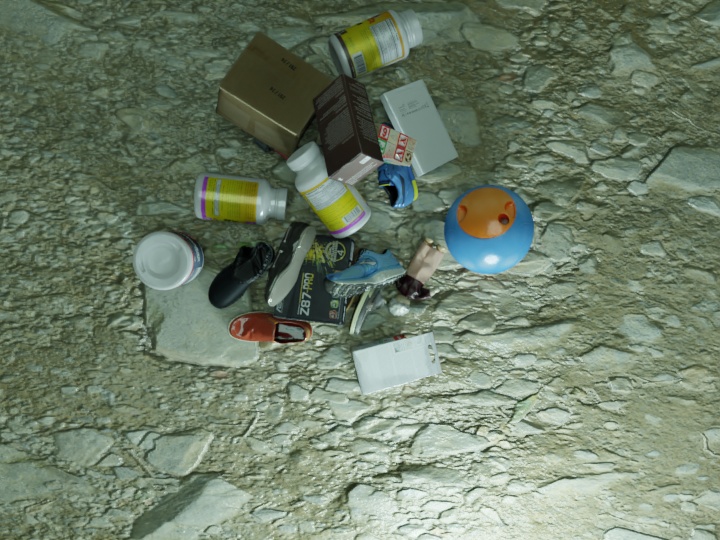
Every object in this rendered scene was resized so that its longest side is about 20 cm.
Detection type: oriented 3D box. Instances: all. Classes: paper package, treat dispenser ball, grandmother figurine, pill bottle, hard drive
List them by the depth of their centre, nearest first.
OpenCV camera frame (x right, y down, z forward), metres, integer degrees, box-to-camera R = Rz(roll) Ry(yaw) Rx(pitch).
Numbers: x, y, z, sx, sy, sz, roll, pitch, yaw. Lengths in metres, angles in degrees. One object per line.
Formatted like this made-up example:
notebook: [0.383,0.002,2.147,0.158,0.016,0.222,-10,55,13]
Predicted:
pill bottle: [-0.071,-0.175,1.254,0.104,0.104,0.200,-38,114,-2]
pill bottle: [-0.406,-0.025,1.255,0.119,0.200,0.120,0,94,-6]
paper package: [-0.188,-0.384,1.275,0.200,0.103,0.191,30,66,-6]
pill bottle: [-0.267,-0.159,1.308,0.199,0.104,0.105,6,93,-5]
pill bottle: [0.036,-0.513,1.311,0.199,0.109,0.110,-25,95,-4]
treat dispenser ball: [0.290,-0.093,1.316,0.200,0.201,0.202,0,94,-5]
hard drive: [0.139,-0.332,1.346,0.132,0.027,0.201,-30,96,-33]
grandmother figurine: [0.133,0.023,1.384,0.121,0.061,0.200,34,93,22]

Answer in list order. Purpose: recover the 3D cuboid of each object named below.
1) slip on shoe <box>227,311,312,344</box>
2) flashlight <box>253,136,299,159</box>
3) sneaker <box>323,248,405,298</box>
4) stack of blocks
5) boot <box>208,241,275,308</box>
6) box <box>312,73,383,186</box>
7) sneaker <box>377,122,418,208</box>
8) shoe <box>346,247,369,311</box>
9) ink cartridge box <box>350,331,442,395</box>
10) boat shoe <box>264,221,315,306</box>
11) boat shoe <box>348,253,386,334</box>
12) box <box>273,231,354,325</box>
slip on shoe: [-0.211,0.137,1.354,0.199,0.061,0.074,6,95,-4]
flashlight: [-0.155,-0.254,1.337,0.200,0.068,0.068,36,65,-3]
sneaker: [0.000,0.000,1.289,0.199,0.078,0.090,-14,73,-34]
stack of blocks: [0.010,-0.283,1.282,0.115,0.200,0.059,11,96,-44]
boot: [-0.271,0.011,1.286,0.200,0.168,0.076,-43,95,-1]
box: [-0.027,-0.287,1.187,0.075,0.100,0.201,14,57,-44]
sneaker: [0.069,-0.242,1.342,0.078,0.066,0.201,-24,98,-34]
shoe: [-0.030,0.039,1.366,0.070,0.053,0.200,33,90,12]
ink cartridge box: [0.085,0.217,1.393,0.199,0.050,0.109,-14,94,-5]
boat shoe: [-0.167,-0.017,1.292,0.057,0.067,0.201,23,80,28]
boat shoe: [0.031,0.062,1.365,0.066,0.072,0.202,21,90,-1]
box: [-0.105,0.018,1.329,0.161,0.049,0.201,6,82,11]
